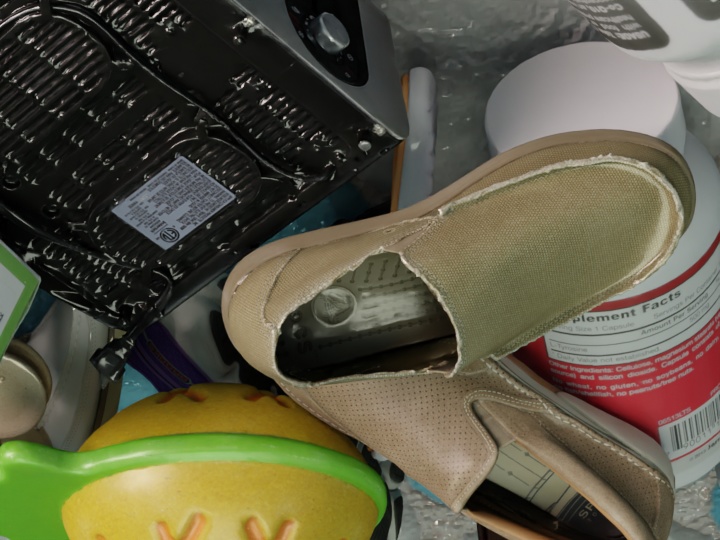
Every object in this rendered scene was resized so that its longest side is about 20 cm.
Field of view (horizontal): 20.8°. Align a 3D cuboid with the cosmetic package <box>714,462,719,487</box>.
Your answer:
[{"bbox_3d":[0.276,0.117,1.037,0.101,0.072,0.200,-30,127,24],"label":"cosmetic package"}]

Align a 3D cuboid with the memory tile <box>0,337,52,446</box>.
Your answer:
[{"bbox_3d":[-0.247,0.076,0.912,0.153,0.017,0.200,33,120,-16],"label":"memory tile"}]

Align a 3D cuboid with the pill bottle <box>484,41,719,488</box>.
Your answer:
[{"bbox_3d":[0.114,0.001,0.898,0.111,0.113,0.201,-9,132,8],"label":"pill bottle"}]

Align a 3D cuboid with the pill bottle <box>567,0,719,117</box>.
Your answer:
[{"bbox_3d":[0.110,-0.153,0.753,0.114,0.114,0.200,-33,126,27],"label":"pill bottle"}]

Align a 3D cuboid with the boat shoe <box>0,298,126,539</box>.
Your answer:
[{"bbox_3d":[-0.165,0.073,0.987,0.068,0.075,0.201,11,132,-16],"label":"boat shoe"}]

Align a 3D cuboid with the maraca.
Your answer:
[{"bbox_3d":[-0.087,0.107,0.903,0.198,0.108,0.137,2,148,-6],"label":"maraca"}]

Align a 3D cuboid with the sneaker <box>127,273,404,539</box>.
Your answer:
[{"bbox_3d":[-0.047,0.080,1.011,0.083,0.081,0.200,-19,123,34],"label":"sneaker"}]

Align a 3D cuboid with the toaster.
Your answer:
[{"bbox_3d":[-0.104,-0.082,0.813,0.200,0.119,0.181,-35,124,28],"label":"toaster"}]

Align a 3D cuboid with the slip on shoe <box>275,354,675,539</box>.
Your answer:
[{"bbox_3d":[0.047,0.075,0.864,0.199,0.061,0.076,30,125,-9],"label":"slip on shoe"}]

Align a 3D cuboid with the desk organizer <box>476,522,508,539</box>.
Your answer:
[{"bbox_3d":[0.109,0.145,0.974,0.077,0.201,0.072,-29,127,21],"label":"desk organizer"}]

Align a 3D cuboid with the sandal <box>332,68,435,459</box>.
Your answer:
[{"bbox_3d":[0.001,-0.006,0.912,0.059,0.079,0.208,5,127,2],"label":"sandal"}]

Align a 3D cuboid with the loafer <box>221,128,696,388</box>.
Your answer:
[{"bbox_3d":[0.043,0.005,0.783,0.199,0.068,0.076,-21,117,4],"label":"loafer"}]

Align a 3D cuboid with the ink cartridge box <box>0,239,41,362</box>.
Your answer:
[{"bbox_3d":[-0.230,-0.028,0.756,0.103,0.060,0.200,-11,136,39],"label":"ink cartridge box"}]
